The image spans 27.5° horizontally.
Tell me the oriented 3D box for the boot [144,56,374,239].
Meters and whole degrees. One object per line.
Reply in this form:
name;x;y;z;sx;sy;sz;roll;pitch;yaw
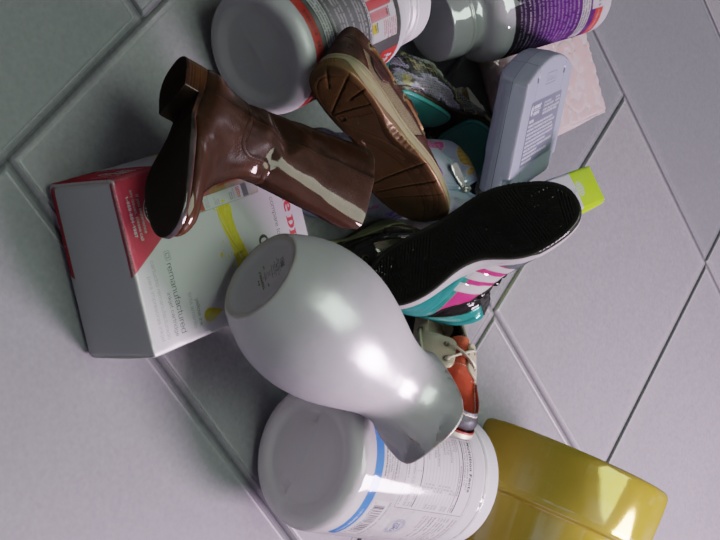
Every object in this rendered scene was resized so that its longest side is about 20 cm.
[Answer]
boot;-0.067;-0.064;1.157;0.200;0.064;0.187;28;44;-29

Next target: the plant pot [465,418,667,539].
plant pot;0.182;0.273;1.479;0.201;0.200;0.189;30;81;-43

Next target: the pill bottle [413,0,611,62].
pill bottle;0.149;-0.276;1.498;0.199;0.111;0.112;-20;103;-29

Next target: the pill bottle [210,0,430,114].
pill bottle;-0.030;-0.223;1.323;0.200;0.116;0.116;-33;111;-44

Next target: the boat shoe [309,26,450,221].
boat shoe;0.027;-0.127;1.281;0.200;0.072;0.072;52;45;-35

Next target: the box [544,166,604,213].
box;0.154;-0.049;1.487;0.200;0.122;0.048;-20;85;-57

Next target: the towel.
towel;0.190;-0.246;1.632;0.191;0.032;0.201;-26;102;-46

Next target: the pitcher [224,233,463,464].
pitcher;-0.018;0.046;1.207;0.200;0.121;0.172;40;15;-31

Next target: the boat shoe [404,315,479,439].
boat shoe;0.078;0.081;1.377;0.071;0.063;0.200;30;21;-23

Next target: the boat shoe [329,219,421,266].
boat shoe;0.001;0.001;1.376;0.201;0.066;0.072;-30;109;-45

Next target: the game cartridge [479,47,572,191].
game cartridge;0.168;-0.155;1.478;0.200;0.040;0.134;-31;138;-67

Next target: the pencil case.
pencil case;0.023;-0.087;1.391;0.200;0.091;0.083;1;114;-46

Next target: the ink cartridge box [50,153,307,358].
ink cartridge box;-0.139;-0.026;1.209;0.200;0.083;0.146;-24;105;-47

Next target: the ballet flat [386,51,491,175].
ballet flat;0.089;-0.166;1.492;0.200;0.072;0.072;30;65;-44

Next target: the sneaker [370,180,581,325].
sneaker;0.114;-0.009;1.343;0.121;0.199;0.084;40;29;-70

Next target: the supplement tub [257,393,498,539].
supplement tub;0.017;0.179;1.332;0.200;0.132;0.133;17;74;-47
